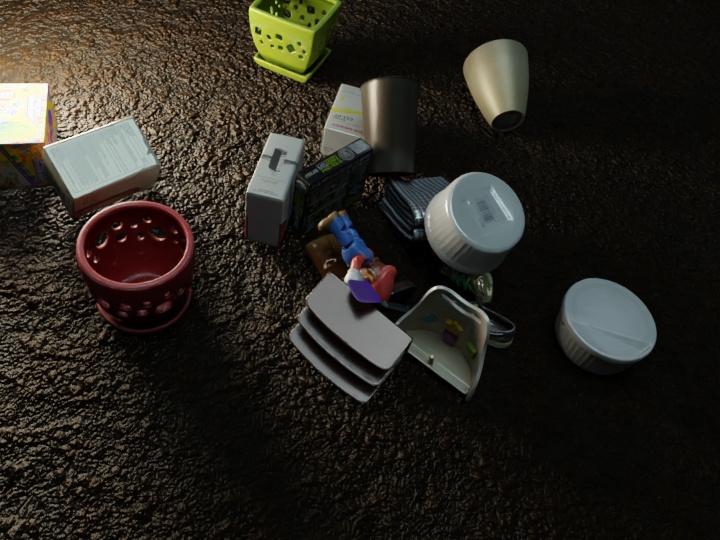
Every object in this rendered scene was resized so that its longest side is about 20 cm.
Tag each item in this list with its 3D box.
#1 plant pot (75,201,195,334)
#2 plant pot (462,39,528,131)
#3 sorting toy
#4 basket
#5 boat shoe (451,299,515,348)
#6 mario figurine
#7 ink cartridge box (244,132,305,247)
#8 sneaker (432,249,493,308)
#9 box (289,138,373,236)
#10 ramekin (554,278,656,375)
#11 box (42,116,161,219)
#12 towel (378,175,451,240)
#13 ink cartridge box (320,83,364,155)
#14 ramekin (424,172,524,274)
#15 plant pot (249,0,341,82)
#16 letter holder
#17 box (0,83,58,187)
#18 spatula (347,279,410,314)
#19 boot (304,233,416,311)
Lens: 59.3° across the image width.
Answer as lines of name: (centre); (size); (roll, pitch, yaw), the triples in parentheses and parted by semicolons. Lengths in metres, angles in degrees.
plant pot: (-0.402, 0.007, 1.161); (0.197, 0.184, 0.203); (6, 49, -7)
plant pot: (0.391, -0.497, 1.761); (0.184, 0.188, 0.203); (0, 65, -11)
sorting toy: (0.170, 0.114, 1.198); (0.199, 0.181, 0.107); (35, 53, 16)
basket: (0.068, -0.322, 1.461); (0.134, 0.180, 0.204); (-1, 93, -11)
boat shoe: (0.226, 0.094, 1.302); (0.198, 0.065, 0.072); (24, 52, 9)
mario figurine: (-0.015, -0.013, 1.242); (0.123, 0.106, 0.201); (-29, 79, -34)
ink cartridge box: (-0.186, -0.178, 1.382); (0.082, 0.145, 0.202); (14, 49, 0)
sneaker: (0.215, 0.010, 1.367); (0.087, 0.078, 0.201); (-12, 47, -19)
box: (-0.065, -0.185, 1.405); (0.044, 0.161, 0.199); (41, 55, 20)
ramekin: (0.499, 0.124, 1.317); (0.199, 0.095, 0.205); (6, 50, -8)
box: (-0.546, -0.218, 1.339); (0.199, 0.109, 0.129); (-31, 86, -32)
towel: (0.152, -0.151, 1.438); (0.163, 0.087, 0.200); (-10, 35, -19)
ink cartridge box: (-0.008, -0.373, 1.618); (0.143, 0.084, 0.202); (15, 50, 1)
ramekin: (0.241, -0.103, 1.307); (0.197, 0.098, 0.204); (6, 68, -16)
plant pot: (-0.182, -0.649, 1.742); (0.196, 0.183, 0.201); (22, 50, 7)
letter holder: (-0.026, 0.129, 1.169); (0.199, 0.101, 0.142); (39, 71, 12)
box: (-0.768, -0.292, 1.367); (0.190, 0.123, 0.202); (-6, 53, -18)
spatula: (0.042, 0.056, 1.177); (0.199, 0.021, 0.057); (28, 23, -54)
boot: (0.000, 0.000, 1.336); (0.186, 0.069, 0.202); (-20, 58, -12)
